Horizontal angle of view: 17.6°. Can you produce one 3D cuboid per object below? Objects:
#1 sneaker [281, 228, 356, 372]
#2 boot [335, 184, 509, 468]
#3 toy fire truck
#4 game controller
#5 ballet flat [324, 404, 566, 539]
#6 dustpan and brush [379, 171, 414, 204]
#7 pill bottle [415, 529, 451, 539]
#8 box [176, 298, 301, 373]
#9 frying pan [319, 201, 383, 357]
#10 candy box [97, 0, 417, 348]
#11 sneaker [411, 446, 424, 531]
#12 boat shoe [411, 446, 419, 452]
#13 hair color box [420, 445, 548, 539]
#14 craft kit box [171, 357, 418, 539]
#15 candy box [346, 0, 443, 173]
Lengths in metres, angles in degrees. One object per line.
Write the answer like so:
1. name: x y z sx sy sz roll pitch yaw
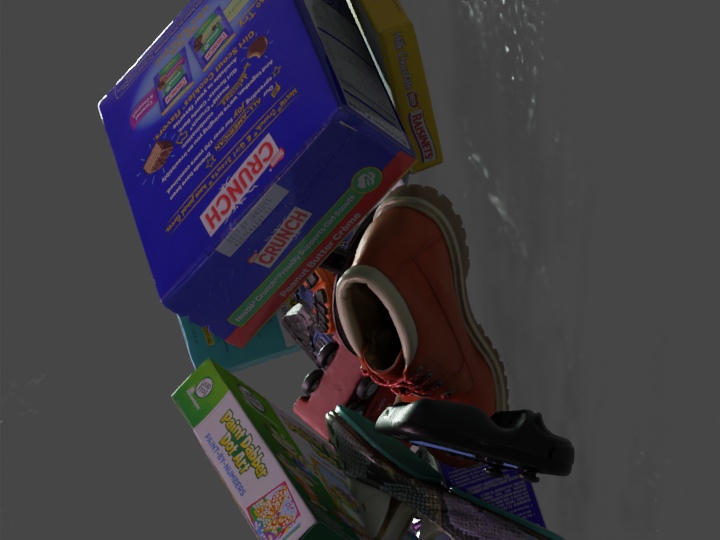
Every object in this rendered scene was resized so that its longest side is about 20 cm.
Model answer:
1. sneaker: -0.009 0.027 1.750 0.075 0.078 0.200 51 164 17
2. boot: 0.034 0.058 1.479 0.107 0.075 0.201 -55 -45 -50
3. toy fire truck: 0.019 0.074 1.735 0.049 0.201 0.141 37 -159 23
4. game controller: 0.064 0.100 1.366 0.200 0.104 0.042 125 150 -84
5. ballet flat: 0.041 0.159 1.521 0.200 0.072 0.072 30 153 30
6. dustpan and brush: -0.020 -0.089 1.658 0.199 0.057 0.140 24 158 32
7. pill bottle: 0.082 0.236 1.770 0.200 0.104 0.105 89 162 -78
8. box: -0.049 0.020 1.880 0.049 0.199 0.083 105 145 -83
9. frying pan: 0.010 -0.013 1.523 0.031 0.115 0.190 21 160 36
10. candy box: -0.067 -0.084 1.421 0.077 0.169 0.200 29 -154 -36
11. sneaker: 0.062 0.160 1.807 0.200 0.087 0.075 77 173 -63
12. boat shoe: 0.023 0.089 1.849 0.071 0.063 0.201 -72 -11 -54
13. hair color box: 0.084 0.147 1.612 0.109 0.064 0.201 144 109 -86
14. craft kit box: -0.021 0.170 1.595 0.200 0.049 0.198 39 -175 -40
15. candy box: 0.009 -0.154 1.476 0.200 0.026 0.103 -113 5 -55
